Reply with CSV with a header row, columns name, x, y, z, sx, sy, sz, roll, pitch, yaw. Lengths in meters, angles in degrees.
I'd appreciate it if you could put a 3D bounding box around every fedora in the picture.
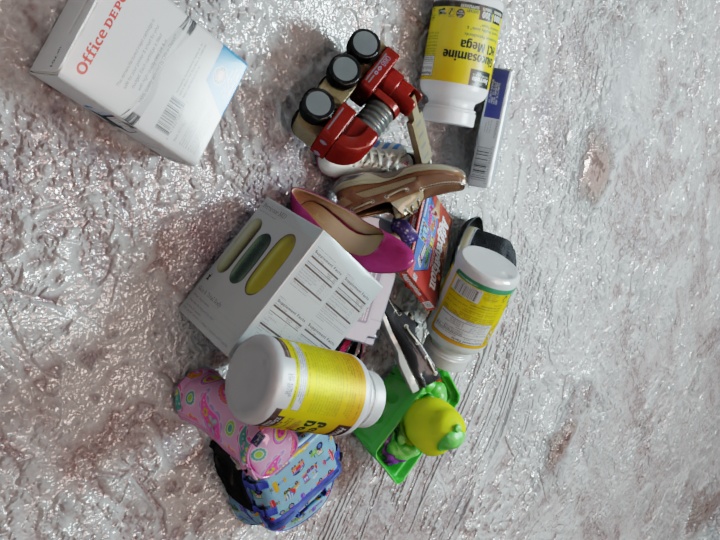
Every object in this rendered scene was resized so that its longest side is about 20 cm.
name,x,y,z,sx,sy,sz,roll,pitch,yaw
fedora,0.226,0.005,1.410,0.201,0.091,0.201,-36,131,-56

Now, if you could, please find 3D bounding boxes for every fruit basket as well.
name,x,y,z,sx,sy,sz,roll,pitch,yaw
fruit basket,0.109,0.264,1.334,0.216,0.215,0.156,-51,140,-19

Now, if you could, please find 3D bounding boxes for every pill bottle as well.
name,x,y,z,sx,sy,sz,roll,pitch,yaw
pill bottle,0.158,-0.336,1.251,0.112,0.112,0.200,-1,104,-44
pill bottle,0.177,0.069,1.307,0.113,0.113,0.200,-6,128,-43
pill bottle,-0.063,0.150,0.985,0.200,0.109,0.109,18,91,-41

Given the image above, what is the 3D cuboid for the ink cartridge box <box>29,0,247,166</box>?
name,x,y,z,sx,sy,sz,roll,pitch,yaw
ink cartridge box,-0.252,-0.236,0.910,0.200,0.086,0.147,33,80,-43

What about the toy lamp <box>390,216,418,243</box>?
name,x,y,z,sx,sy,sz,roll,pitch,yaw
toy lamp,0.000,0.000,1.178,0.200,0.058,0.058,-46,131,-11

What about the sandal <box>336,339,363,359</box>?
name,x,y,z,sx,sy,sz,roll,pitch,yaw
sandal,-0.025,0.143,1.283,0.075,0.045,0.200,4,101,-44

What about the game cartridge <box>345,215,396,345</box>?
name,x,y,z,sx,sy,sz,roll,pitch,yaw
game cartridge,-0.013,0.007,1.221,0.133,0.041,0.200,18,90,-24

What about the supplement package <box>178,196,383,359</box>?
name,x,y,z,sx,sy,sz,roll,pitch,yaw
supplement package,-0.110,0.037,1.072,0.200,0.152,0.151,-52,133,-6

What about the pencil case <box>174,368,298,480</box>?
name,x,y,z,sx,sy,sz,roll,pitch,yaw
pencil case,-0.172,0.204,1.050,0.087,0.200,0.088,-19,121,-37

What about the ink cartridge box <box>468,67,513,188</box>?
name,x,y,z,sx,sy,sz,roll,pitch,yaw
ink cartridge box,0.230,-0.244,1.367,0.200,0.043,0.197,-34,135,-78

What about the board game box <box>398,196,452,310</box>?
name,x,y,z,sx,sy,sz,roll,pitch,yaw
board game box,0.112,-0.043,1.304,0.103,0.019,0.200,51,40,-38

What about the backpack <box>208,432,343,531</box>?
name,x,y,z,sx,sy,sz,roll,pitch,yaw
backpack,-0.115,0.314,1.192,0.182,0.134,0.200,-32,126,-32

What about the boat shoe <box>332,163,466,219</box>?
name,x,y,z,sx,sy,sz,roll,pitch,yaw
boat shoe,0.061,-0.111,1.168,0.076,0.200,0.072,62,21,-73

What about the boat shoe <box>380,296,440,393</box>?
name,x,y,z,sx,sy,sz,roll,pitch,yaw
boat shoe,0.071,0.103,1.295,0.060,0.074,0.200,-24,88,-6

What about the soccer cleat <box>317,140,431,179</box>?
name,x,y,z,sx,sy,sz,roll,pitch,yaw
soccer cleat,0.028,-0.171,1.200,0.200,0.086,0.070,-6,108,-42

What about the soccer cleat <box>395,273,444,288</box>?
name,x,y,z,sx,sy,sz,roll,pitch,yaw
soccer cleat,0.085,-0.011,1.325,0.200,0.069,0.078,21,85,-43

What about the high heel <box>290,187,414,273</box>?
name,x,y,z,sx,sy,sz,roll,pitch,yaw
high heel,-0.017,-0.057,1.107,0.067,0.200,0.096,-59,149,-21

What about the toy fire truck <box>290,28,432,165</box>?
name,x,y,z,sx,sy,sz,roll,pitch,yaw
toy fire truck,0.021,-0.212,1.122,0.200,0.129,0.176,37,74,-6
